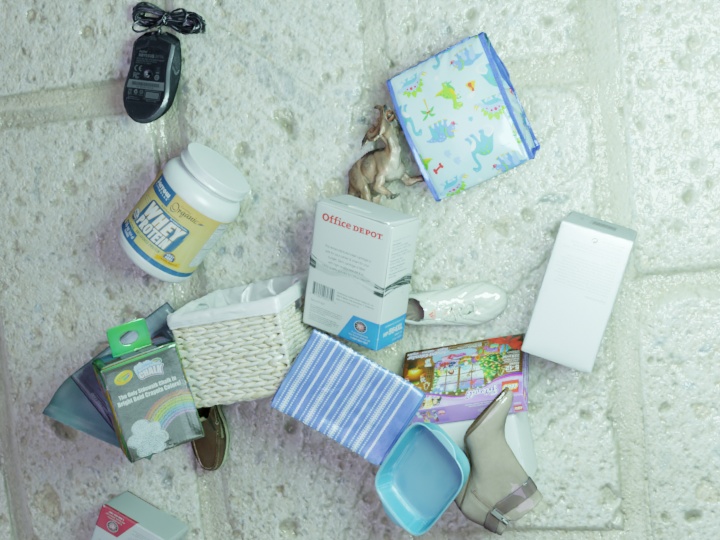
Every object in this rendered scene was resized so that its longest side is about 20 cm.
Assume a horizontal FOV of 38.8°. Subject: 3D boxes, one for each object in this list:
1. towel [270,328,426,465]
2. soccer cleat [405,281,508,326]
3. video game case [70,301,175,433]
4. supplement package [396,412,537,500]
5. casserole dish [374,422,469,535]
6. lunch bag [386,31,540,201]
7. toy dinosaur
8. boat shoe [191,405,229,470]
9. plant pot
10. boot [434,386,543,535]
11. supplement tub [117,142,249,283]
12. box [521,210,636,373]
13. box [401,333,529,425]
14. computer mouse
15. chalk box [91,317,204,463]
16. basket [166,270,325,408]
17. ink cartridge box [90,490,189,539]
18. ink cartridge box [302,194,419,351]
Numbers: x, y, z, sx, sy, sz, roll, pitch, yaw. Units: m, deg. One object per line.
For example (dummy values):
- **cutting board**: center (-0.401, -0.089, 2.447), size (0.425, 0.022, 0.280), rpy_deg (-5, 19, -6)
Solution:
- **towel**: center (-0.019, 0.194, 1.531), size (0.199, 0.024, 0.145), rpy_deg (30, 107, -6)
- **soccer cleat**: center (0.131, 0.059, 1.605), size (0.199, 0.078, 0.070), rpy_deg (-4, 97, 18)
- **video game case**: center (-0.354, 0.167, 1.688), size (0.200, 0.019, 0.143), rpy_deg (-39, 90, -24)
- **supplement package**: center (0.164, 0.281, 1.603), size (0.199, 0.120, 0.122), rpy_deg (-10, 96, 18)
- **casserole dish**: center (0.095, 0.305, 1.513), size (0.121, 0.039, 0.200), rpy_deg (48, 131, 23)
- **lunch bag**: center (0.152, -0.232, 1.533), size (0.169, 0.127, 0.201), rpy_deg (-24, 100, 19)
- **toy dinosaur**: center (0.021, -0.161, 1.611), size (0.200, 0.086, 0.136), rpy_deg (-40, 77, 30)
- **boat shoe**: center (-0.277, 0.252, 1.761), size (0.074, 0.075, 0.204), rpy_deg (-5, 96, 18)
- **plant pot**: center (-0.426, 0.225, 1.758), size (0.199, 0.200, 0.135), rpy_deg (19, 76, 14)
- **boot**: center (0.206, 0.285, 1.489), size (0.146, 0.070, 0.200), rpy_deg (42, 119, 11)
- **supplement tub**: center (-0.290, -0.094, 1.680), size (0.145, 0.145, 0.200), rpy_deg (42, 107, 8)
- **box**: center (0.323, 0.028, 1.502), size (0.106, 0.152, 0.201), rpy_deg (19, 102, 13)
- **box**: center (0.161, 0.170, 1.582), size (0.199, 0.137, 0.039), rpy_deg (-11, 126, 18)
- **computer mouse**: center (-0.335, -0.340, 1.713), size (0.138, 0.053, 0.201), rpy_deg (14, 89, 17)
- **chalk box**: center (-0.339, 0.176, 1.591), size (0.124, 0.124, 0.201), rpy_deg (-18, 97, -19)
- **basket**: center (-0.169, 0.108, 1.647), size (0.199, 0.198, 0.162), rpy_deg (-12, 98, 18)
- **ink cartridge box**: center (-0.415, 0.524, 1.838), size (0.145, 0.083, 0.201), rpy_deg (25, 104, 13)
- **ink cartridge box**: center (0.000, 0.000, 1.556), size (0.145, 0.084, 0.201), rpy_deg (20, 112, 31)
